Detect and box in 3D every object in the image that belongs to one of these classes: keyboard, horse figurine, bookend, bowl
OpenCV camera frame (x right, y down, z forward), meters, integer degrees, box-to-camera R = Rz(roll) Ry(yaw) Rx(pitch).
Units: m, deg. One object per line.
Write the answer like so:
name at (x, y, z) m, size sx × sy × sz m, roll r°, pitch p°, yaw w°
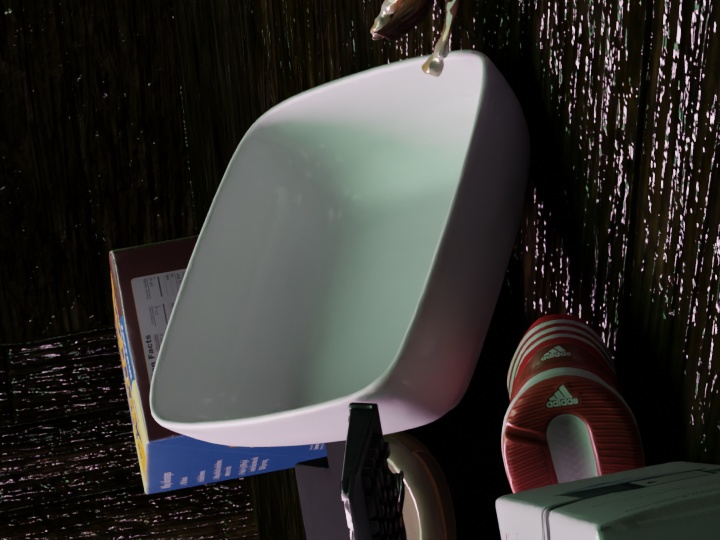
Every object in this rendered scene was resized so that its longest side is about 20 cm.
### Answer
keyboard at (0.018, 0.153, 1.114) m, size 0.127 × 0.020 × 0.201 m, roll -84°, pitch -14°, yaw -65°
horse figurine at (0.031, -0.181, 1.174) m, size 0.200 × 0.050 × 0.133 m, roll -96°, pitch 18°, yaw -58°
bookend at (0.024, 0.104, 1.371) m, size 0.200 × 0.092 × 0.200 m, roll 169°, pitch 91°, yaw -74°
bowl at (0.000, 0.000, 1.196) m, size 0.199 × 0.075 × 0.201 m, roll -11°, pitch 54°, yaw 47°

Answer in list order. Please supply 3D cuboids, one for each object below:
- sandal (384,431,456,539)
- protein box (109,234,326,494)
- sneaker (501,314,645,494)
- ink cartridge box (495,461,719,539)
sandal at (0.018, 0.183, 1.224) m, size 0.080 × 0.054 × 0.201 m, roll -1°, pitch 100°, yaw 53°
protein box at (-0.064, 0.058, 1.691) m, size 0.199 × 0.199 × 0.136 m, roll 107°, pitch 152°, yaw -74°
sneaker at (0.104, 0.111, 1.062) m, size 0.116 × 0.078 × 0.201 m, roll -79°, pitch -14°, yaw -63°
ink cartridge box at (0.116, 0.149, 0.880) m, size 0.200 × 0.085 × 0.147 m, roll 157°, pitch 103°, yaw -81°
